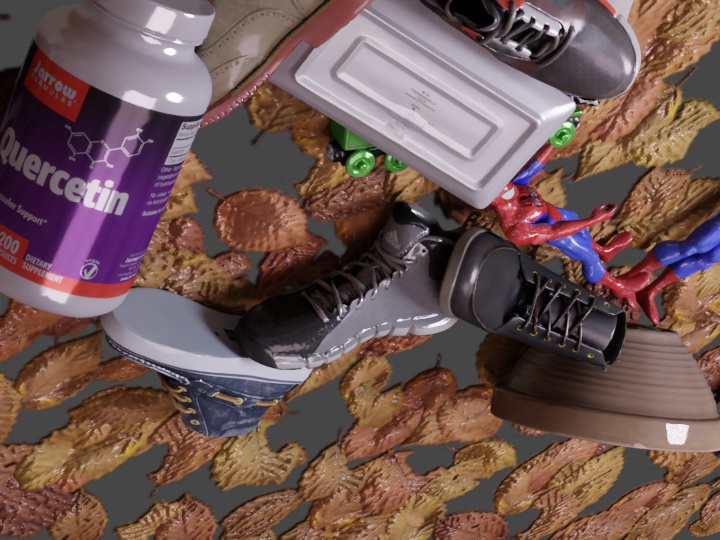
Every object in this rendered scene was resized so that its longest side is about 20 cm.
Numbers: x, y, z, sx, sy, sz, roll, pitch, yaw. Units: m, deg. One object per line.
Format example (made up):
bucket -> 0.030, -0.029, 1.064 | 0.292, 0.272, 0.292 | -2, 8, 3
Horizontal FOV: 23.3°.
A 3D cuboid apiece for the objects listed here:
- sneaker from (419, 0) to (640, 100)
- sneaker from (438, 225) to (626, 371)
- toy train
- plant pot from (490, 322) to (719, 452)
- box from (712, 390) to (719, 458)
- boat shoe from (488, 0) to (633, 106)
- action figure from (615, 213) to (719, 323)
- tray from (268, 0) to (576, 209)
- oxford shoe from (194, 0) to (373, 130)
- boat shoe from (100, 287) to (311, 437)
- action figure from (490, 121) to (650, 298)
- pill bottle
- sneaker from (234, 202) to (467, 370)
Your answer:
sneaker -> 0.090, -0.158, 1.094 | 0.199, 0.082, 0.077 | 31, 124, -16
sneaker -> 0.138, 0.022, 1.341 | 0.200, 0.106, 0.075 | 20, 90, -64
toy train -> 0.069, -0.108, 1.237 | 0.199, 0.042, 0.057 | -10, 129, -21
plant pot -> 0.215, 0.091, 1.477 | 0.200, 0.200, 0.093 | 7, 92, -36
box -> 0.442, 0.102, 1.694 | 0.157, 0.050, 0.200 | 6, 131, -36
boat shoe -> 0.130, -0.197, 1.145 | 0.092, 0.075, 0.201 | 1, 126, -8
action figure -> 0.316, -0.016, 1.434 | 0.200, 0.099, 0.065 | -43, 141, 16
tray -> 0.038, -0.118, 1.159 | 0.199, 0.022, 0.107 | 30, 120, -22
oxford shoe -> -0.075, -0.154, 1.092 | 0.200, 0.071, 0.075 | -35, 107, 22
boat shoe -> -0.127, 0.077, 1.307 | 0.200, 0.071, 0.091 | 16, 122, -44
action figure -> 0.174, -0.048, 1.349 | 0.099, 0.066, 0.199 | -39, 142, 26
pill bottle -> -0.161, -0.080, 1.051 | 0.112, 0.112, 0.201 | 10, 113, -38
sneaker -> 0.000, 0.000, 1.305 | 0.199, 0.075, 0.116 | -14, 137, -33
